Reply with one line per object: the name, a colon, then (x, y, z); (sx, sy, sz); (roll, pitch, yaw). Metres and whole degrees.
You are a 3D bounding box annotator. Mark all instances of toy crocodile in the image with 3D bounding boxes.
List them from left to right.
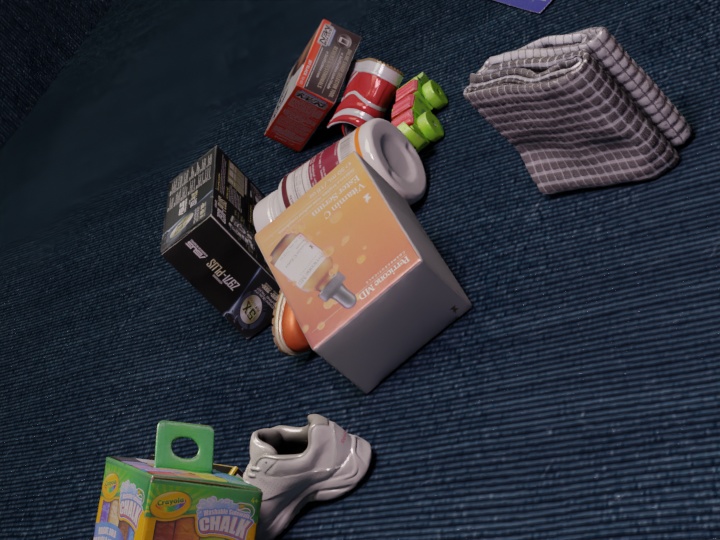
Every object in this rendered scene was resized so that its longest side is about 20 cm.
toy crocodile: (0.066, -0.200, 2.182); (0.067, 0.062, 0.200); (-32, 26, 25)

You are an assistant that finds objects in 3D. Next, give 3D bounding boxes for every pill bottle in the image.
pill bottle: (-0.028, -0.090, 2.085); (0.200, 0.114, 0.114); (-31, 27, 29)

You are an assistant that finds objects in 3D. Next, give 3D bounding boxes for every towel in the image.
towel: (0.216, -0.160, 1.753); (0.200, 0.166, 0.086); (-6, 49, 55)

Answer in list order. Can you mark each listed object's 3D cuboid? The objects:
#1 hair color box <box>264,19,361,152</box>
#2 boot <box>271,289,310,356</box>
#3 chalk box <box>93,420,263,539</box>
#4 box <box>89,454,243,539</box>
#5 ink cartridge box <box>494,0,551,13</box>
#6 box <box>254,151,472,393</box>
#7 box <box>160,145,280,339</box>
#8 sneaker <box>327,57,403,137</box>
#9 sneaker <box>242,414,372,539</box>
hair color box: (-0.069, -0.255, 2.377); (0.111, 0.064, 0.200); (-69, 10, -21)
boot: (-0.020, 0.017, 1.956); (0.107, 0.075, 0.200); (2, 50, 53)
chalk box: (-0.180, 0.249, 1.657); (0.124, 0.124, 0.201); (8, 88, 61)
box: (-0.214, 0.281, 1.856); (0.200, 0.049, 0.160); (-2, 49, 57)
ink cartridge box: (0.259, -0.440, 2.293); (0.200, 0.047, 0.198); (-43, 24, -4)
box: (0.000, 0.000, 1.830); (0.152, 0.106, 0.200); (-40, 44, 9)
box: (-0.163, -0.037, 2.152); (0.086, 0.164, 0.200); (-36, 25, 16)
sneaker: (-0.001, -0.223, 2.315); (0.113, 0.071, 0.200); (-65, 8, -2)
sneaker: (-0.090, 0.204, 1.719); (0.200, 0.099, 0.078); (-36, 25, 18)
